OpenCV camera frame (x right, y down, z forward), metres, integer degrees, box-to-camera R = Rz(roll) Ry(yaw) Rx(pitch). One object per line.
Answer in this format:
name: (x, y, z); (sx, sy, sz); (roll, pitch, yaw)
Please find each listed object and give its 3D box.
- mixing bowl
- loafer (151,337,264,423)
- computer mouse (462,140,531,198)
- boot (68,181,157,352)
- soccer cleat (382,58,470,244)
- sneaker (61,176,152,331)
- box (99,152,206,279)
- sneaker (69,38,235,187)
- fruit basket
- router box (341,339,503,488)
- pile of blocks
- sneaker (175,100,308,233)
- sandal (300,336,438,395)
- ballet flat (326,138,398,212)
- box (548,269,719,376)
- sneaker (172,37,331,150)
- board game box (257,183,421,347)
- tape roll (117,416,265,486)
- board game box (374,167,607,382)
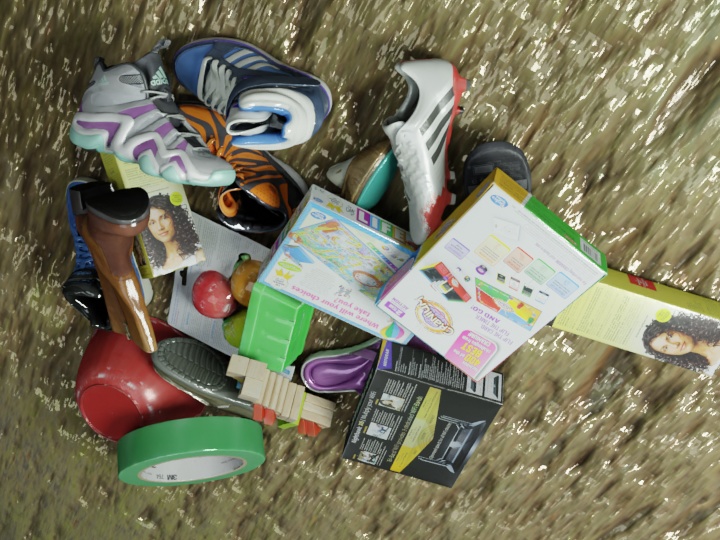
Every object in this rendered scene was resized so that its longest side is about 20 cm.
mixing bowl: (-0.328, 0.174, 1.100); (0.200, 0.108, 0.200); (7, 118, 13)
loafer: (-0.202, 0.163, 1.062); (0.200, 0.075, 0.070); (31, 128, -16)
computer mouse: (0.134, -0.060, 0.885); (0.140, 0.046, 0.200); (-10, 124, 16)
boot: (-0.275, 0.006, 0.888); (0.188, 0.068, 0.200); (13, 118, 47)
soccer cleat: (0.061, -0.128, 0.831); (0.085, 0.069, 0.200); (4, 104, -17)
sneaker: (-0.349, -0.016, 1.008); (0.077, 0.111, 0.200); (-7, 113, 19)
box: (-0.256, -0.095, 0.934); (0.050, 0.075, 0.200); (-7, 103, 56)
sneaker: (-0.214, -0.176, 0.827); (0.200, 0.078, 0.140); (20, 101, 10)
fruit basket: (-0.156, 0.035, 1.006); (0.200, 0.094, 0.185); (27, 121, 20)
router box: (0.075, 0.188, 0.982); (0.157, 0.052, 0.200); (16, 133, -3)
pile of blocks: (-0.116, 0.176, 1.006); (0.082, 0.062, 0.200); (-8, 147, 37)
sneaker: (-0.155, -0.120, 0.898); (0.200, 0.112, 0.078); (35, 120, -3)
sandal: (0.012, 0.134, 1.012); (0.203, 0.050, 0.083); (-17, 110, 23)
ballet flat: (-0.013, -0.081, 0.913); (0.072, 0.068, 0.200); (34, 126, 20)
box: (0.310, 0.050, 0.864); (0.200, 0.050, 0.075); (17, 119, 2)
sneaker: (-0.137, -0.192, 0.837); (0.200, 0.146, 0.081); (19, 119, 6)
board game box: (0.000, 0.000, 0.888); (0.200, 0.034, 0.134); (26, 126, -17)
tape roll: (-0.235, 0.255, 1.075); (0.200, 0.048, 0.200); (-8, 154, -4)
board game box: (0.134, 0.011, 0.821); (0.153, 0.040, 0.200); (38, 122, -9)
